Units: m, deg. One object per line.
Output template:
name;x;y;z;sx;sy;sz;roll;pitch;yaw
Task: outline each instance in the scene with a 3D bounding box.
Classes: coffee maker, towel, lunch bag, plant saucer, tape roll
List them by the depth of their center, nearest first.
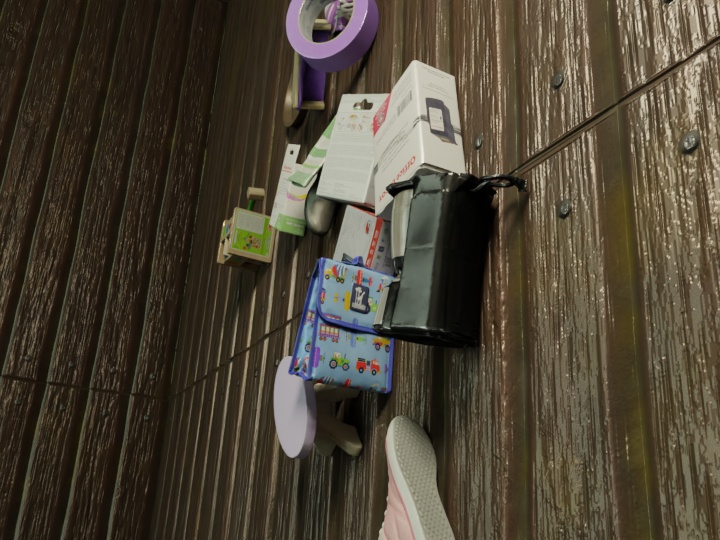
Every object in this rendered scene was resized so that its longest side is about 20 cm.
coffee maker;0.104;-0.011;0.853;0.191;0.131;0.207;-17;63;62
lunch bag;-0.018;0.079;1.067;0.093;0.146;0.207;-3;76;64
towel;-0.076;-0.261;1.410;0.202;0.023;0.152;-52;20;-4
tape roll;-0.061;-0.535;1.430;0.194;0.065;0.207;-5;78;24
plant saucer;-0.166;-0.490;1.830;0.200;0.029;0.206;136;141;-53

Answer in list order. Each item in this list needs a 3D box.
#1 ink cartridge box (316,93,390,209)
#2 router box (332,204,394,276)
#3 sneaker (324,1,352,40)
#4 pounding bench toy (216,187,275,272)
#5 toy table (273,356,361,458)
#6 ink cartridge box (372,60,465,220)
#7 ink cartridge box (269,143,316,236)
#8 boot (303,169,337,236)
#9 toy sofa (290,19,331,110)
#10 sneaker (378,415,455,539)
ink cartridge box;-0.002;-0.227;1.265;0.160;0.049;0.206;16;89;50
router box;0.000;0.000;1.189;0.179;0.047;0.206;31;108;65
sneaker;-0.029;-0.616;1.540;0.202;0.070;0.118;120;150;-57
pounding bench toy;-0.318;-0.117;1.879;0.155;0.121;0.207;-22;58;62
toy table;-0.072;0.238;1.157;0.186;0.114;0.203;-60;30;33
ink cartridge box;0.086;-0.193;1.043;0.145;0.082;0.206;-46;38;50
ink cartridge box;-0.157;-0.197;1.620;0.117;0.065;0.207;-151;74;-66
boot;-0.055;-0.180;1.379;0.130;0.066;0.207;-18;59;62
toy sofa;-0.118;-0.488;1.593;0.099;0.080;0.205;-112;25;-54
sneaker;0.056;0.303;0.882;0.105;0.074;0.204;-51;39;36
